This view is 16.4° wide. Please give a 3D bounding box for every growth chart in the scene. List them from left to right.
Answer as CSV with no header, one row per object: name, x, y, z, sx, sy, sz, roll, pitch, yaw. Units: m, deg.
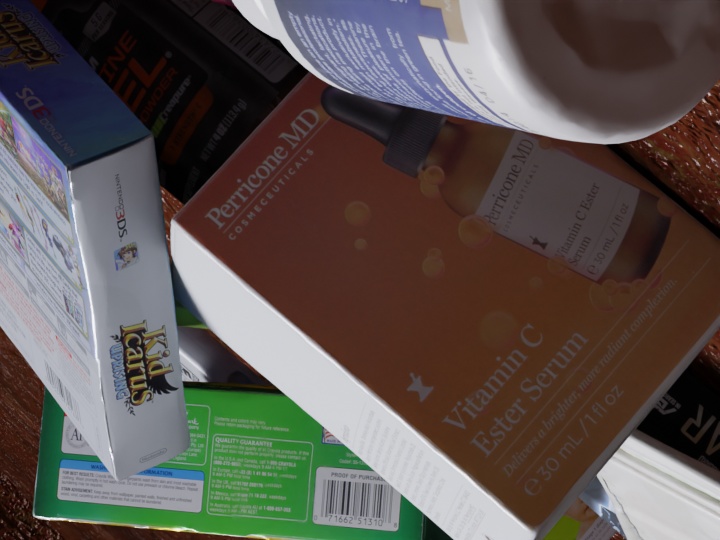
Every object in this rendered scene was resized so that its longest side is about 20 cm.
growth chart,0.170,0.137,1.209,0.145,0.018,0.200,30,161,34

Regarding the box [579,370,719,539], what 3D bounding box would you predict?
box,0.149,0.095,1.263,0.200,0.044,0.160,41,164,3

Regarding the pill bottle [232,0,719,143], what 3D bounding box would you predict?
pill bottle,0.032,-0.109,0.852,0.111,0.111,0.200,50,163,-29

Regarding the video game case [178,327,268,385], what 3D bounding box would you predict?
video game case,-0.038,0.120,1.418,0.182,0.024,0.200,40,162,14

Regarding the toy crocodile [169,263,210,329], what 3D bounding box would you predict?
toy crocodile,-0.005,0.002,1.165,0.068,0.199,0.062,106,152,-72

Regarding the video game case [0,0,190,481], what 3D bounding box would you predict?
video game case,-0.147,-0.034,1.136,0.200,0.045,0.182,46,152,41

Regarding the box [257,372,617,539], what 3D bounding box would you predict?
box,0.039,0.111,1.456,0.200,0.113,0.101,50,163,-24

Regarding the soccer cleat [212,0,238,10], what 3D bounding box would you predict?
soccer cleat,-0.077,-0.179,1.024,0.086,0.070,0.200,-24,130,40

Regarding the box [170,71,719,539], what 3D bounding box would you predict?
box,0.039,0.005,1.075,0.200,0.152,0.106,40,165,8

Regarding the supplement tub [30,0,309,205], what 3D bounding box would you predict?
supplement tub,-0.101,-0.112,1.191,0.200,0.107,0.107,39,165,10

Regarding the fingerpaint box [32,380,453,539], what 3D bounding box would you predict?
fingerpaint box,-0.032,0.095,1.228,0.199,0.074,0.167,3,175,22
